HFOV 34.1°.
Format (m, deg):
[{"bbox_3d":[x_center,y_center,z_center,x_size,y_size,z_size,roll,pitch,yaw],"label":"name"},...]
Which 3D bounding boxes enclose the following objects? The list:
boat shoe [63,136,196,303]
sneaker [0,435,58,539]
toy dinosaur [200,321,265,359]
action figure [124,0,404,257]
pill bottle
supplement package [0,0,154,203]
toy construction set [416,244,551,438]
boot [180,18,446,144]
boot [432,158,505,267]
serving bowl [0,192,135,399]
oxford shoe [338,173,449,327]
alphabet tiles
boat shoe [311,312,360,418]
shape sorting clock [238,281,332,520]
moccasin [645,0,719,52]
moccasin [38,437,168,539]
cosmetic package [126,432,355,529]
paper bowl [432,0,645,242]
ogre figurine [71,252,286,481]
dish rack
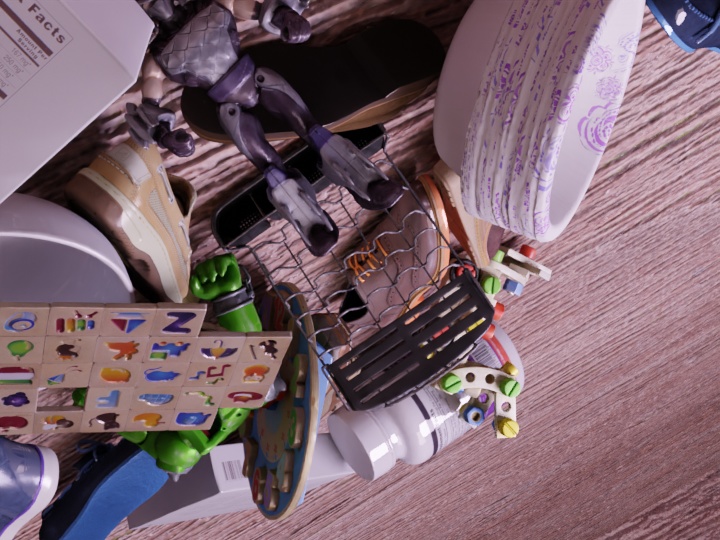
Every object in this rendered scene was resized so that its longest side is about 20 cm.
[{"bbox_3d":[-0.142,-0.032,0.820,0.076,0.071,0.200,-52,170,-16],"label":"boat shoe"},{"bbox_3d":[-0.361,0.201,0.977,0.146,0.081,0.200,16,130,-46],"label":"sneaker"},{"bbox_3d":[-0.169,0.047,0.863,0.199,0.048,0.088,2,175,35],"label":"toy dinosaur"},{"bbox_3d":[-0.066,-0.103,0.697,0.130,0.069,0.200,-41,109,8],"label":"action figure"},{"bbox_3d":[0.067,0.135,1.247,0.199,0.112,0.112,-31,155,-22],"label":"pill bottle"},{"bbox_3d":[-0.210,-0.082,0.565,0.200,0.114,0.110,-38,112,13],"label":"supplement package"},{"bbox_3d":[0.126,0.055,1.171,0.130,0.201,0.092,24,164,-12],"label":"toy construction set"},{"bbox_3d":[-0.035,-0.113,0.803,0.199,0.074,0.076,-18,160,-31],"label":"boot"},{"bbox_3d":[0.148,-0.088,1.032,0.166,0.073,0.200,-34,157,-4],"label":"boot"},{"bbox_3d":[-0.249,0.010,0.755,0.199,0.066,0.201,-13,149,-8],"label":"serving bowl"},{"bbox_3d":[0.027,-0.007,1.043,0.072,0.072,0.201,-12,146,-21],"label":"oxford shoe"},{"bbox_3d":[-0.154,0.070,0.813,0.199,0.008,0.168,1,144,-20],"label":"alphabet tiles"},{"bbox_3d":[-0.040,0.094,1.147,0.074,0.076,0.200,-24,161,-27],"label":"boat shoe"},{"bbox_3d":[-0.073,0.109,0.996,0.039,0.201,0.200,9,137,-21],"label":"shape sorting clock"},{"bbox_3d":[0.284,-0.223,0.939,0.068,0.081,0.200,-32,171,33],"label":"moccasin"},{"bbox_3d":[-0.245,0.196,1.095,0.200,0.068,0.080,-43,144,18],"label":"moccasin"},{"bbox_3d":[-0.126,0.220,1.233,0.150,0.052,0.199,-30,159,36],"label":"cosmetic package"},{"bbox_3d":[0.124,-0.130,0.844,0.201,0.104,0.201,-53,155,-38],"label":"paper bowl"},{"bbox_3d":[-0.143,0.089,0.948,0.200,0.120,0.098,-39,174,5],"label":"ogre figurine"},{"bbox_3d":[0.000,0.000,0.890,0.153,0.201,0.055,-35,171,6],"label":"dish rack"}]
